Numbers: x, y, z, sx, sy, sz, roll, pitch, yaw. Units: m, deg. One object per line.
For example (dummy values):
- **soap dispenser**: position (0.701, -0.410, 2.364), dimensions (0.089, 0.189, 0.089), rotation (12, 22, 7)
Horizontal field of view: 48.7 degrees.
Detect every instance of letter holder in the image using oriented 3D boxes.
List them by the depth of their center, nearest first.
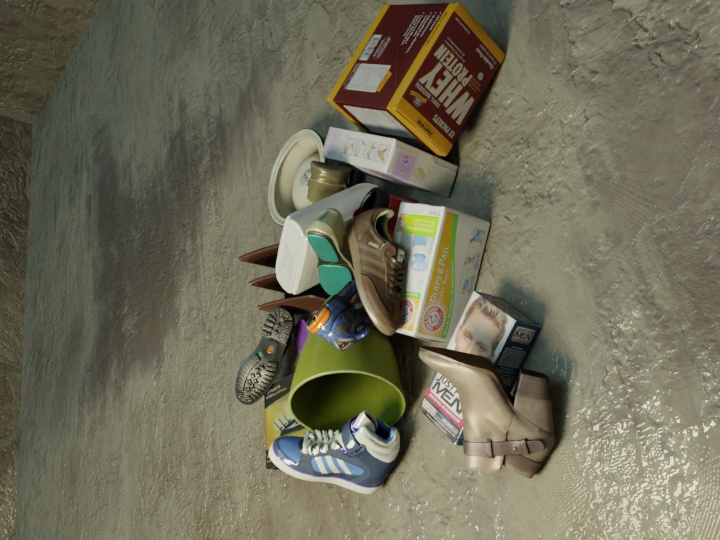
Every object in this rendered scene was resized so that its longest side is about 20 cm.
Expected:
- **letter holder**: position (-0.138, 0.017, 1.520), dimensions (0.199, 0.141, 0.101), rotation (-13, 68, 50)

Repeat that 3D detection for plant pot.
- **plant pot**: position (-0.022, 0.139, 1.318), dimensions (0.187, 0.186, 0.201), rotation (-42, 33, 36)

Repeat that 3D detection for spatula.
- **spatula**: position (-0.069, 0.099, 1.501), dimensions (0.200, 0.020, 0.057), rotation (-33, 71, 38)

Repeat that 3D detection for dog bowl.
- **dog bowl**: position (-0.103, -0.177, 1.597), dimensions (0.200, 0.073, 0.202), rotation (-23, 60, 47)

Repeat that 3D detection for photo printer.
- **photo printer**: position (-0.045, -0.059, 1.368), dimensions (0.070, 0.199, 0.167), rotation (47, 145, 23)

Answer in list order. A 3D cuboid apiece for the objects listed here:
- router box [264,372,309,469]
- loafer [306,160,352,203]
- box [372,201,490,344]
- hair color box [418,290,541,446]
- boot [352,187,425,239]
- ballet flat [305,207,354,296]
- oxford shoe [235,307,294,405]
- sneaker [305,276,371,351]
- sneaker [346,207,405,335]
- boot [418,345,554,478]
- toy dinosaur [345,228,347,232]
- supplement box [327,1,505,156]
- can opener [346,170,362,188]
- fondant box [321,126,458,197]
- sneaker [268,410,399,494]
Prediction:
- **router box**: position (-0.103, 0.268, 1.465), dimensions (0.200, 0.052, 0.158), rotation (-32, 53, 43)
- **loafer**: position (-0.056, -0.148, 1.382), dimensions (0.200, 0.075, 0.068), rotation (-155, 73, -88)
- **box**: position (0.109, 0.006, 1.236), dimensions (0.112, 0.101, 0.202), rotation (13, 89, 54)
- **hair color box**: position (0.168, 0.142, 1.147), dimensions (0.100, 0.060, 0.201), rotation (38, 108, 50)
- **boot**: position (0.033, -0.029, 1.313), dimensions (0.072, 0.144, 0.202), rotation (13, 90, 51)
- **ballet flat**: position (-0.040, -0.030, 1.266), dimensions (0.200, 0.069, 0.070), rotation (79, 179, -59)
- **oxford shoe**: position (-0.177, 0.170, 1.548), dimensions (0.201, 0.072, 0.084), rotation (-61, -7, 1)
- **sneaker**: position (-0.017, 0.070, 1.232), dimensions (0.079, 0.200, 0.075), rotation (48, 119, 1)
- **sneaker**: position (0.034, -0.005, 1.195), dimensions (0.075, 0.070, 0.201), rotation (-25, 66, 22)
- **boot**: position (0.161, 0.193, 1.064), dimensions (0.198, 0.070, 0.147), rotation (14, 101, 18)
- **toy dinosaur**: position (0.000, 0.000, 1.368), dimensions (0.058, 0.101, 0.201), rotation (43, 142, 26)
- **supplement box**: position (0.088, -0.316, 1.305), dimensions (0.200, 0.133, 0.198), rotation (24, 81, 53)
- **can opener**: position (-0.020, -0.169, 1.501), dimensions (0.078, 0.063, 0.202), rotation (-15, 56, 46)
- **fondant box**: position (0.046, -0.185, 1.345), dimensions (0.200, 0.144, 0.059), rotation (22, 94, 53)
- **sneaker**: position (-0.036, 0.266, 1.264), dimensions (0.081, 0.198, 0.147), rotation (-75, 3, -62)
